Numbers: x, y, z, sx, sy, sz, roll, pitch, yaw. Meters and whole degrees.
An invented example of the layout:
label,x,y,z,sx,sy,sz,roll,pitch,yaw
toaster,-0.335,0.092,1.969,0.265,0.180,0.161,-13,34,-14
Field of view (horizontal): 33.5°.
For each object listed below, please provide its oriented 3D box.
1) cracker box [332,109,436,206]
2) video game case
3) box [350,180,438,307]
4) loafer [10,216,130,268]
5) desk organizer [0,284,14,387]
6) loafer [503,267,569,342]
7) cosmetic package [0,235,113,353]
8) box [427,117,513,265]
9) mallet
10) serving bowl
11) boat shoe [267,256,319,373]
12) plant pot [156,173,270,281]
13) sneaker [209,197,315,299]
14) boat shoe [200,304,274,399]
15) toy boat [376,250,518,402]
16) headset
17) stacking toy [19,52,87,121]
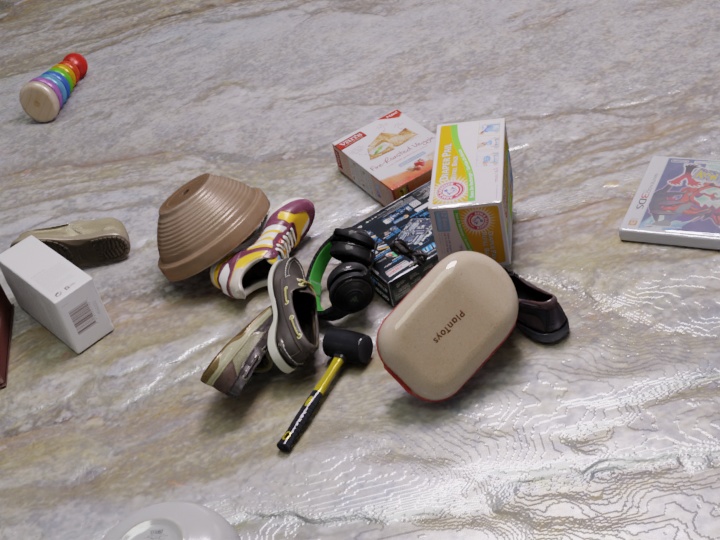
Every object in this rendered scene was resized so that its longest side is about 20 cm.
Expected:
label,x,y,z,sx,sy,sz,roll,pitch,yaw
cracker box,0.060,-0.175,1.917,0.133,0.058,0.200,-29,38,-17
video game case,0.483,-0.097,1.680,0.197,0.023,0.183,7,43,28
box,0.083,-0.046,1.751,0.198,0.046,0.159,-30,39,-17
loafer,-0.468,-0.043,1.947,0.196,0.077,0.069,-4,36,2
desk organizer,-0.575,0.092,1.804,0.071,0.078,0.201,-17,37,-1
loafer,0.199,0.026,1.598,0.071,0.064,0.199,-34,40,-23
cosmetic package,-0.465,0.034,1.818,0.071,0.103,0.199,-36,41,-26
box,0.157,-0.108,1.672,0.100,0.114,0.202,-5,40,12
mallet,-0.044,0.155,1.555,0.065,0.041,0.201,1,44,28
serving bowl,-0.232,0.337,1.367,0.197,0.067,0.201,-11,36,8
boat shoe,-0.086,0.051,1.642,0.060,0.072,0.203,-30,38,23
plant pot,-0.242,-0.083,1.831,0.199,0.093,0.202,-30,21,13
sneaker,-0.128,-0.028,1.792,0.200,0.075,0.090,-43,41,-18
boat shoe,-0.146,0.112,1.626,0.065,0.073,0.200,43,38,0
toy boat,0.111,0.070,1.542,0.200,0.131,0.131,-45,0,-7
headset,0.000,0.000,1.663,0.199,0.093,0.125,-29,49,46
stacking toy,-0.613,-0.386,2.437,0.084,0.086,0.201,-2,35,19
